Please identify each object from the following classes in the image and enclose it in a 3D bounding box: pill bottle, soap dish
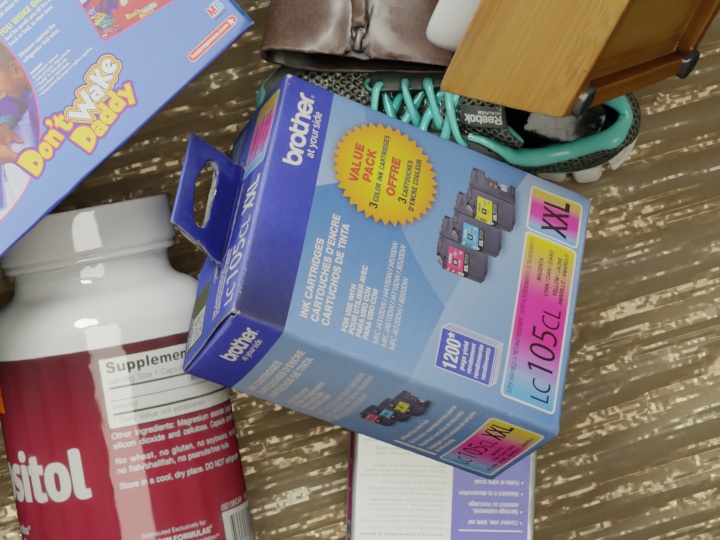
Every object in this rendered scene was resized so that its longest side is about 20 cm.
[{"bbox_3d":[-0.118,0.069,1.095,0.112,0.113,0.202,-10,92,-7],"label":"pill bottle"},{"bbox_3d":[0.125,-0.154,1.053,0.081,0.200,0.158,35,115,16],"label":"soap dish"}]

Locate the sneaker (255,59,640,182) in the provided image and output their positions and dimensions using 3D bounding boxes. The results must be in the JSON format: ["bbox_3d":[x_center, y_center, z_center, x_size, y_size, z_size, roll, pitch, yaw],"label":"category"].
[{"bbox_3d":[0.048,-0.082,1.121,0.198,0.091,0.078,-1,91,-7],"label":"sneaker"}]

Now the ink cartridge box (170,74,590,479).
[{"bbox_3d":[0.000,0.000,1.070,0.199,0.076,0.137,20,58,-15],"label":"ink cartridge box"}]

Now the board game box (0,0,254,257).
[{"bbox_3d":[-0.166,-0.092,1.003,0.200,0.045,0.135,-43,99,-5],"label":"board game box"}]

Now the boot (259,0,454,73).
[{"bbox_3d":[0.049,-0.175,1.114,0.198,0.072,0.168,1,76,7],"label":"boot"}]

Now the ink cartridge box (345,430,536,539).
[{"bbox_3d":[0.041,0.115,1.156,0.094,0.037,0.202,2,89,-8],"label":"ink cartridge box"}]
